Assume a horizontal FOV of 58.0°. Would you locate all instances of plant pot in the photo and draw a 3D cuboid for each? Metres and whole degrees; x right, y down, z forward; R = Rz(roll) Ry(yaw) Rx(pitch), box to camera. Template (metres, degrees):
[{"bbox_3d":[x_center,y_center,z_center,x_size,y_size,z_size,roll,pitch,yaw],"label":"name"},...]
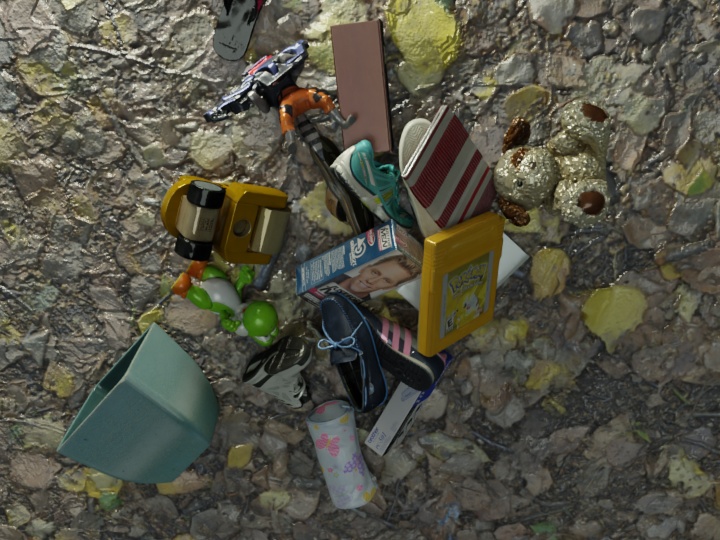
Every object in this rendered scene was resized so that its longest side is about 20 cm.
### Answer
[{"bbox_3d":[-0.366,0.255,1.150,0.200,0.196,0.196,41,105,-18],"label":"plant pot"}]

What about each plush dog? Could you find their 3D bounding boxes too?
[{"bbox_3d":[0.298,-0.153,1.031,0.171,0.160,0.201,2,80,14],"label":"plush dog"}]

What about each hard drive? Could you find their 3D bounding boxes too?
[{"bbox_3d":[0.174,0.002,1.127,0.132,0.026,0.200,41,105,-10],"label":"hard drive"}]

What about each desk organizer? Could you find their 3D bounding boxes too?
[{"bbox_3d":[0.005,-0.285,1.023,0.077,0.072,0.201,-4,107,6],"label":"desk organizer"}]

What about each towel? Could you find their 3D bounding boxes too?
[{"bbox_3d":[0.143,-0.136,1.004,0.200,0.023,0.144,45,66,-40],"label":"towel"}]

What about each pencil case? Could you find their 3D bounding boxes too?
[{"bbox_3d":[-0.034,0.343,1.211,0.090,0.083,0.201,-14,105,9],"label":"pencil case"}]

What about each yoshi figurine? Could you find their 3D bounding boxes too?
[{"bbox_3d":[-0.217,0.053,1.119,0.200,0.112,0.112,38,98,-12],"label":"yoshi figurine"}]

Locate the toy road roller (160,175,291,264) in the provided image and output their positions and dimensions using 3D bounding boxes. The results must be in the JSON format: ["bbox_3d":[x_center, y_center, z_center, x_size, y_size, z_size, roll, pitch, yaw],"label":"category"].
[{"bbox_3d":[-0.231,-0.095,1.082,0.200,0.146,0.123,4,112,-38],"label":"toy road roller"}]

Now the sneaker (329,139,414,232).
[{"bbox_3d":[0.036,-0.127,1.032,0.080,0.078,0.200,-45,136,3],"label":"sneaker"}]

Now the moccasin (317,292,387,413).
[{"bbox_3d":[-0.014,0.133,1.042,0.080,0.068,0.200,-25,92,41],"label":"moccasin"}]

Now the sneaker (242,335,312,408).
[{"bbox_3d":[-0.115,0.182,1.144,0.115,0.076,0.200,36,145,-20],"label":"sneaker"}]

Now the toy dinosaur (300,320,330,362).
[{"bbox_3d":[-0.007,0.142,1.137,0.199,0.102,0.077,18,108,-2],"label":"toy dinosaur"}]

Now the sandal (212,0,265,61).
[{"bbox_3d":[-0.180,-0.423,1.001,0.075,0.045,0.200,18,107,-3],"label":"sandal"}]

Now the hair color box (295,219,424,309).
[{"bbox_3d":[0.000,0.000,1.065,0.200,0.061,0.100,-25,143,28],"label":"hair color box"}]

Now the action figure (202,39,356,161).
[{"bbox_3d":[-0.133,-0.249,1.002,0.200,0.105,0.194,-35,66,-9],"label":"action figure"}]

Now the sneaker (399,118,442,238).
[{"bbox_3d":[0.101,-0.148,1.049,0.075,0.085,0.201,-11,112,-1],"label":"sneaker"}]

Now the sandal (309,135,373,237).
[{"bbox_3d":[-0.036,-0.123,1.072,0.054,0.082,0.200,-23,109,28],"label":"sandal"}]

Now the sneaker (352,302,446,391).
[{"bbox_3d":[0.054,0.115,1.083,0.200,0.082,0.070,40,134,15],"label":"sneaker"}]

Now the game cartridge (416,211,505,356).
[{"bbox_3d":[0.162,0.019,1.032,0.032,0.176,0.201,28,129,38],"label":"game cartridge"}]

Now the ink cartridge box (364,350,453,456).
[{"bbox_3d":[0.087,0.231,1.161,0.044,0.094,0.200,34,107,20],"label":"ink cartridge box"}]
